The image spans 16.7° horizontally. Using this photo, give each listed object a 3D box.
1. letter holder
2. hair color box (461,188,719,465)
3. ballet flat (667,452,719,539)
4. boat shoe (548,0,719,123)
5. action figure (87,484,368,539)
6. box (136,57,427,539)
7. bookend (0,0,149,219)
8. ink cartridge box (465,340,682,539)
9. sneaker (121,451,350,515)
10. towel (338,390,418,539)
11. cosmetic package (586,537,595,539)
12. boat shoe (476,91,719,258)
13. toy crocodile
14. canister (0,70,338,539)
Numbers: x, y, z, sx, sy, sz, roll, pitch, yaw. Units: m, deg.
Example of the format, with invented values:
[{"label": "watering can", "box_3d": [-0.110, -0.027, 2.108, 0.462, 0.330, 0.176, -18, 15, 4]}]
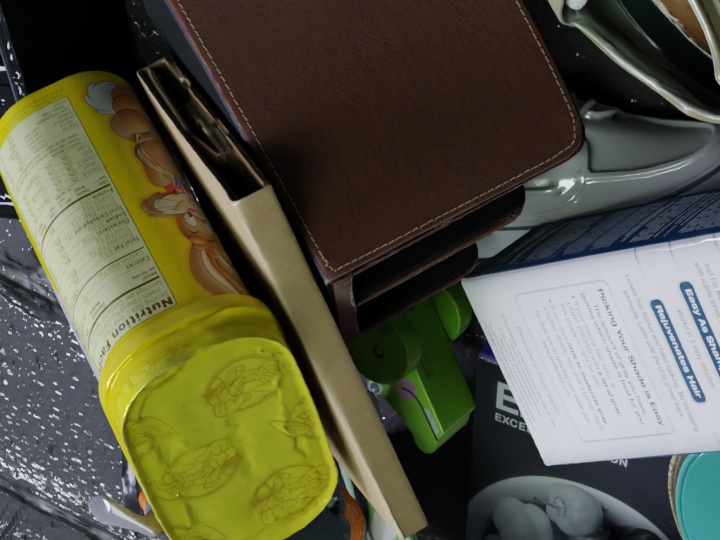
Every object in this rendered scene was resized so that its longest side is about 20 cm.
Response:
[{"label": "letter holder", "box_3d": [0.002, -0.094, 1.128, 0.200, 0.142, 0.101, 60, 173, 17]}, {"label": "hair color box", "box_3d": [0.145, 0.023, 1.054, 0.200, 0.061, 0.100, -10, 109, 51]}, {"label": "ballet flat", "box_3d": [0.194, 0.129, 1.158, 0.070, 0.065, 0.200, 1, 132, 26]}, {"label": "boat shoe", "box_3d": [0.111, -0.145, 1.075, 0.200, 0.068, 0.075, 40, 133, 1]}, {"label": "action figure", "box_3d": [-0.063, 0.166, 1.241, 0.105, 0.193, 0.200, 14, 112, 36]}, {"label": "box", "box_3d": [-0.037, 0.012, 1.145, 0.200, 0.021, 0.164, 66, 172, -31]}, {"label": "bookend", "box_3d": [-0.227, -0.115, 1.287, 0.200, 0.092, 0.199, 6, 125, 29]}, {"label": "ink cartridge box", "box_3d": [0.153, 0.096, 1.239, 0.198, 0.043, 0.200, 17, 128, 21]}, {"label": "sneaker", "box_3d": [-0.060, 0.137, 1.380, 0.114, 0.075, 0.200, -26, 102, 44]}, {"label": "towel", "box_3d": [0.031, 0.171, 1.269, 0.153, 0.023, 0.200, 101, 151, -74]}, {"label": "cosmetic package", "box_3d": [0.126, 0.228, 1.289, 0.102, 0.074, 0.200, 27, 150, 6]}, {"label": "boat shoe", "box_3d": [0.092, -0.049, 1.152, 0.200, 0.074, 0.065, -10, 120, 35]}, {"label": "toy crocodile", "box_3d": [0.000, 0.000, 1.243, 0.062, 0.068, 0.200, -17, 106, 38]}, {"label": "canister", "box_3d": [-0.096, 0.018, 1.148, 0.200, 0.086, 0.149, 58, 172, 40]}]
